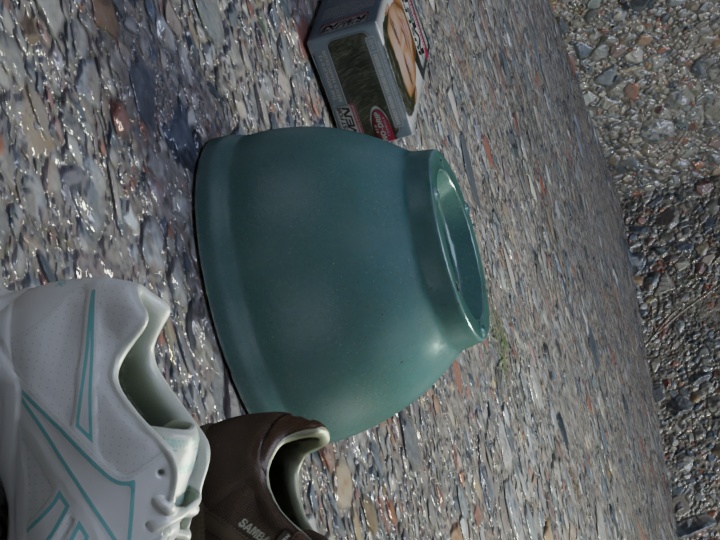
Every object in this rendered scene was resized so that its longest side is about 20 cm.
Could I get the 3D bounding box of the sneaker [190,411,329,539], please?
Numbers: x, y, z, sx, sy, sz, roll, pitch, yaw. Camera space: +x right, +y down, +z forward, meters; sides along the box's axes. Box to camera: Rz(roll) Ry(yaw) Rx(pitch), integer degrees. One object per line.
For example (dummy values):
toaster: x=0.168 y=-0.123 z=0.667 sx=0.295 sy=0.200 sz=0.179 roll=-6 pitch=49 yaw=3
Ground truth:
sneaker: x=-0.043 y=0.161 z=0.879 sx=0.070 sy=0.075 sz=0.201 roll=49 pitch=29 yaw=-62

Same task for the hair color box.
hair color box: x=0.010 y=-0.185 z=1.493 sx=0.200 sy=0.060 sz=0.099 roll=-77 pitch=150 yaw=-62

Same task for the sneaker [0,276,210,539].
sneaker: x=-0.098 y=0.099 z=0.716 sx=0.070 sy=0.080 sz=0.202 roll=-2 pitch=80 yaw=-78

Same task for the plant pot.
plant pot: x=0.000 y=0.000 z=1.101 sx=0.200 sy=0.133 sz=0.202 roll=-15 pitch=90 yaw=-77
